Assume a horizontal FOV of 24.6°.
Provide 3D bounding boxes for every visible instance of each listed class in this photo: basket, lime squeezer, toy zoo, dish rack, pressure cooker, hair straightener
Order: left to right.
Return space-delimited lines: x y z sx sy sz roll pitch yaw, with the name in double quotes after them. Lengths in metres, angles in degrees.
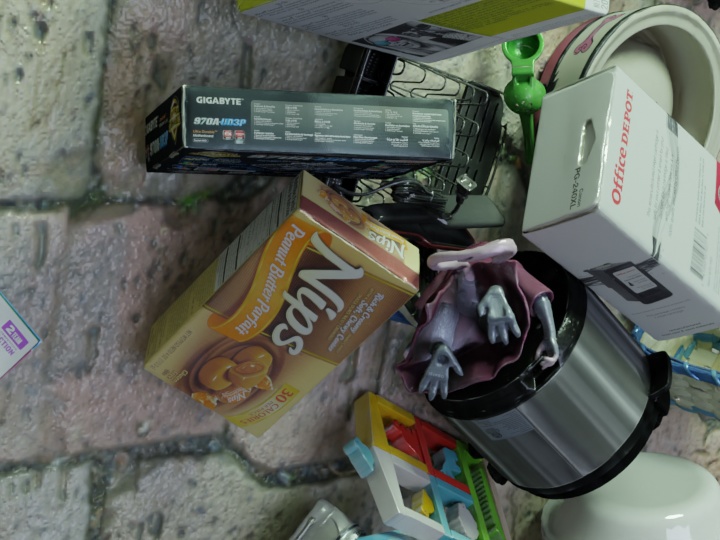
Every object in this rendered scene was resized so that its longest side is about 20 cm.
0.049 -0.104 1.384 0.199 0.054 0.154 15 96 -39 "dish rack"
0.052 -0.057 1.309 0.200 0.041 0.077 10 131 -48 "hair straightener"
0.058 0.184 1.441 0.020 0.132 0.200 -37 133 24 "toy zoo"
0.146 -0.180 1.426 0.071 0.038 0.201 -40 129 -57 "lime squeezer"
0.164 0.104 1.457 0.179 0.176 0.200 -51 123 -10 "pressure cooker"
0.343 0.048 1.574 0.139 0.176 0.200 -51 144 -29 "basket"

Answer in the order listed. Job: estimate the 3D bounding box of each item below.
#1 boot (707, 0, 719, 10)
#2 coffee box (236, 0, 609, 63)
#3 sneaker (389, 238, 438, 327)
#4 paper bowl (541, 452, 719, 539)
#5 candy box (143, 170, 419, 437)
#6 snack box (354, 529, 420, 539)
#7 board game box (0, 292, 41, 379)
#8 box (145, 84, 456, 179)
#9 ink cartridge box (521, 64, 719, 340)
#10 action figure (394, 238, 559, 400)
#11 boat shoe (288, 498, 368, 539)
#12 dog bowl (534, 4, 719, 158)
0.301 -0.304 1.503 0.199 0.073 0.163 -53 131 -12 "boot"
0.047 -0.282 1.204 0.197 0.200 0.201 8 81 -39 "coffee box"
0.000 0.000 1.373 0.200 0.089 0.079 28 66 -56 "sneaker"
0.271 0.245 1.566 0.200 0.200 0.105 -18 114 -31 "paper bowl"
-0.061 0.030 1.257 0.115 0.055 0.200 33 121 -22 "candy box"
-0.021 0.305 1.403 0.200 0.037 0.116 -54 155 17 "snack box"
-0.343 0.062 1.150 0.200 0.040 0.153 -44 125 -18 "board game box"
-0.048 -0.098 1.208 0.199 0.159 0.046 1 87 -16 "box"
0.232 -0.054 1.389 0.200 0.083 0.146 35 53 -35 "ink cartridge box"
0.081 0.018 1.301 0.200 0.133 0.150 -65 145 -65 "action figure"
-0.078 0.281 1.404 0.200 0.065 0.074 -46 165 -2 "boat shoe"
0.242 -0.146 1.503 0.199 0.074 0.201 -12 110 -34 "dog bowl"
